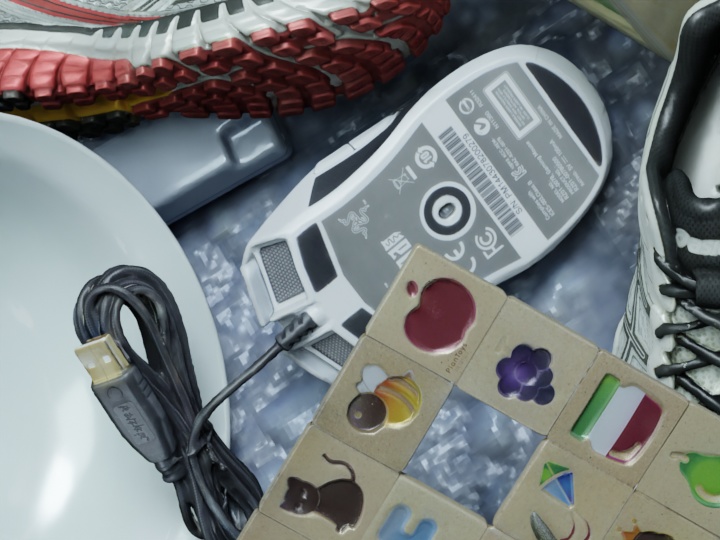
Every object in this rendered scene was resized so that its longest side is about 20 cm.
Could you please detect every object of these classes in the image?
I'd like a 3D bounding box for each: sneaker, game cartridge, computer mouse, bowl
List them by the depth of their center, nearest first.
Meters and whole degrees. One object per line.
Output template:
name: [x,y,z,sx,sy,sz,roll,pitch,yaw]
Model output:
sneaker: [0.111,0.005,0.906,0.075,0.088,0.202,2,82,18]
bowl: [-0.148,0.051,0.949,0.090,0.200,0.203,-10,73,49]
computer mouse: [0.000,0.000,0.956,0.200,0.044,0.110,-38,105,-6]
sneaker: [-0.065,-0.097,0.960,0.199,0.078,0.083,-4,77,19]
game cartridge: [-0.120,-0.098,1.039,0.133,0.040,0.201,-27,71,9]

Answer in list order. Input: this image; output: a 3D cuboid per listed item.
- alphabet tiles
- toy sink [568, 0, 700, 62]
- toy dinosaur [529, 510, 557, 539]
alphabet tiles: [0.038,0.116,0.894,0.167,0.008,0.201,30,103,-9]
toy sink: [0.042,-0.171,0.945,0.199,0.130,0.112,34,92,22]
toy dinosaur: [0.036,0.179,0.866,0.102,0.077,0.202,-5,92,35]
